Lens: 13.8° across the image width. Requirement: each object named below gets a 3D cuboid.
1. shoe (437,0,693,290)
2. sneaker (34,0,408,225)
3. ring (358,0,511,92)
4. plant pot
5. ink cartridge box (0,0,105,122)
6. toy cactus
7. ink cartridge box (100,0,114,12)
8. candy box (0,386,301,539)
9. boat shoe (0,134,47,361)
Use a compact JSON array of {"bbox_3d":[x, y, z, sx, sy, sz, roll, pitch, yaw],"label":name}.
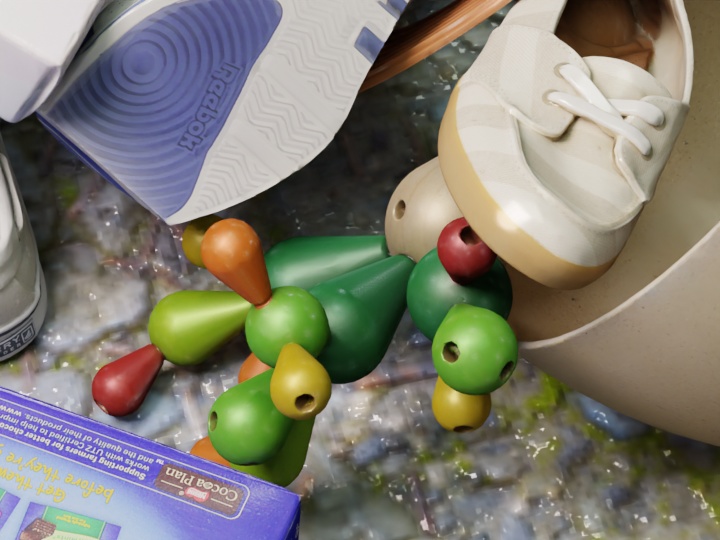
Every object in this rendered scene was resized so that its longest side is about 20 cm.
[{"bbox_3d":[0.072,-0.065,0.964,0.070,0.054,0.200,30,33,-7],"label":"shoe"},{"bbox_3d":[-0.024,-0.105,1.025,0.199,0.115,0.081,-45,107,-2],"label":"sneaker"},{"bbox_3d":[0.058,-0.131,1.067,0.200,0.200,0.019,-45,103,-26],"label":"ring"},{"bbox_3d":[0.157,-0.014,0.995,0.134,0.200,0.201,39,58,-16],"label":"plant pot"},{"bbox_3d":[-0.158,-0.163,0.975,0.199,0.057,0.163,34,52,-14],"label":"ink cartridge box"},{"bbox_3d":[0.000,0.000,0.989,0.165,0.200,0.103,-41,102,-27],"label":"toy cactus"},{"bbox_3d":[-0.055,-0.153,1.112,0.117,0.067,0.201,40,55,-24],"label":"ink cartridge box"},{"bbox_3d":[-0.131,0.141,0.938,0.168,0.077,0.201,19,57,11],"label":"candy box"},{"bbox_3d":[-0.171,-0.066,1.073,0.074,0.086,0.203,-18,58,-12],"label":"boat shoe"}]
